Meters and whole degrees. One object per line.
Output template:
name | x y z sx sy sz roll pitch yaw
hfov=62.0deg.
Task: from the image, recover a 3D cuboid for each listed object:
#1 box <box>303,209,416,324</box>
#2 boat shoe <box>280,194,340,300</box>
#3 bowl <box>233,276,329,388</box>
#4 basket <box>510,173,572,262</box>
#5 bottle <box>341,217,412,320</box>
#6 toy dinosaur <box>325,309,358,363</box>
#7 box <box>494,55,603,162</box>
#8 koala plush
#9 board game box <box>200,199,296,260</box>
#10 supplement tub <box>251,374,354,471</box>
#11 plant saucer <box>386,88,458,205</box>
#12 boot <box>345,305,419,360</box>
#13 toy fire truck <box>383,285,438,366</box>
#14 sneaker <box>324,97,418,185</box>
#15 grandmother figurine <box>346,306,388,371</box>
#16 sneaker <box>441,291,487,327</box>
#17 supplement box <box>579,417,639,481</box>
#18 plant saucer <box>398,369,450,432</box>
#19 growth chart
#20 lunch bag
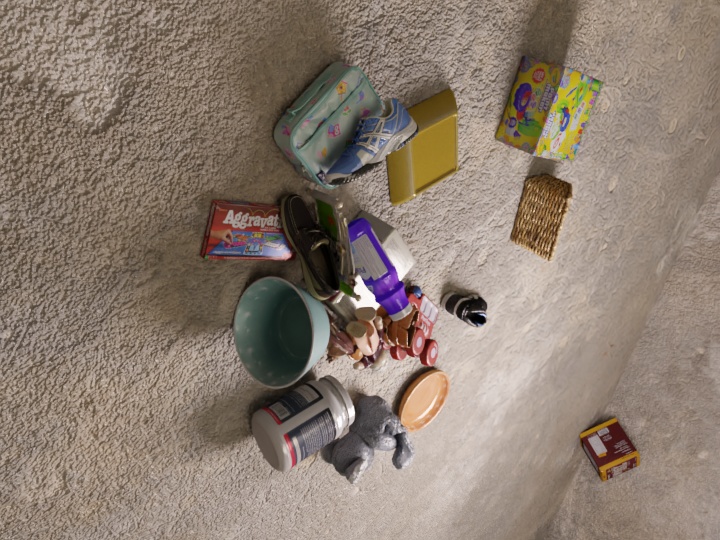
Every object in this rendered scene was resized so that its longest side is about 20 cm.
box | 0.000 0.000 1.250 0.201 0.108 0.128 -49 139 -9
boat shoe | -0.083 -0.048 1.091 0.073 0.064 0.203 -26 96 -42
bowl | -0.136 0.113 1.136 0.104 0.199 0.204 0 116 -57
basket | 0.528 -0.146 1.649 0.141 0.148 0.203 -14 124 -38
bottle | 0.030 0.000 1.135 0.065 0.083 0.202 -34 101 -13
toy dinosaur | -0.060 0.136 1.238 0.199 0.135 0.087 33 65 -24
box | 0.455 -0.383 1.444 0.191 0.121 0.203 -2 117 -44
koala plush | 0.005 0.433 1.501 0.199 0.176 0.186 -35 124 -23
board game box | -0.188 -0.070 1.088 0.198 0.019 0.105 0 114 -44
supplement tub | -0.125 0.330 1.313 0.198 0.140 0.142 -25 131 -31
plant saucer | 0.144 -0.254 1.277 0.198 0.048 0.202 -32 134 -26
boot | 0.047 0.141 1.343 0.073 0.153 0.203 -28 134 -51
toy fire truck | 0.127 0.132 1.479 0.200 0.111 0.171 42 60 -50
sneaker | 0.009 -0.220 1.041 0.200 0.075 0.078 -42 115 -18
grandmother figurine | 0.021 0.157 1.251 0.122 0.060 0.201 -51 150 -17
sneaker | 0.313 0.118 1.632 0.198 0.111 0.074 9 110 -47
supplement box | 1.183 0.852 2.849 0.195 0.202 0.133 -25 137 4
plant saucer | 0.178 0.369 1.718 0.198 0.037 0.203 -24 129 -33
growth chart | -0.051 -0.051 1.114 0.018 0.144 0.204 -18 107 -27
lunch bag | -0.052 -0.254 1.059 0.201 0.077 0.161 -51 140 -9
